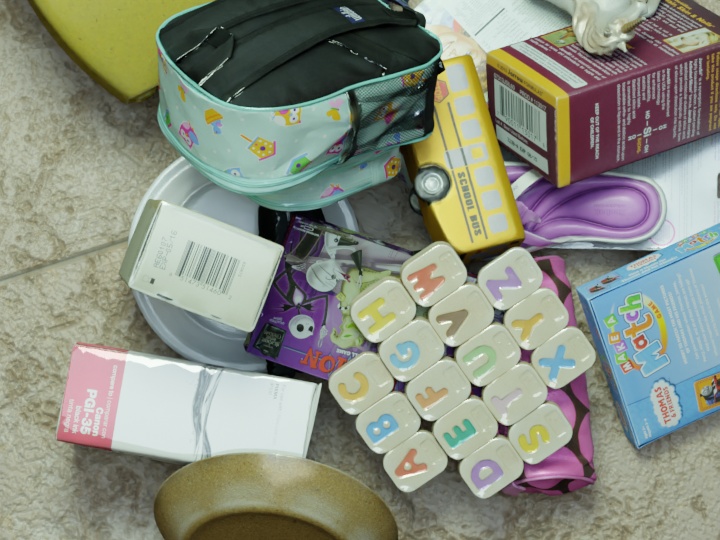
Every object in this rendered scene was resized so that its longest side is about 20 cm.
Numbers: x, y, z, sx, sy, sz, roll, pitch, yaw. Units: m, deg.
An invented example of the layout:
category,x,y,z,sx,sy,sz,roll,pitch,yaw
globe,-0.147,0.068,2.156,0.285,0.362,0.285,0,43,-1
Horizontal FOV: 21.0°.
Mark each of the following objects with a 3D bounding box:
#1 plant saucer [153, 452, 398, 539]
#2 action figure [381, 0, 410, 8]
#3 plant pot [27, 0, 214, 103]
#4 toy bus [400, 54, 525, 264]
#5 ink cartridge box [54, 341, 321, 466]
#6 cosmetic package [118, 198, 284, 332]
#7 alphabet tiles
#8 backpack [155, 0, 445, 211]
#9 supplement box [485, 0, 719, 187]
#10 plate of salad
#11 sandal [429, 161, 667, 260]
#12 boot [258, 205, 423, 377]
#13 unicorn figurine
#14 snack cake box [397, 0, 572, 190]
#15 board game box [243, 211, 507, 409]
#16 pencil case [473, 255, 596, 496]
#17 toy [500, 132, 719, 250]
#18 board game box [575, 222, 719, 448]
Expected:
category,x,y,z,sx,sy,sz,roll,pitch,yaw
plant saucer,-0.070,0.218,1.553,0.199,0.200,0.036,9,50,-1
action figure,0.028,-0.255,1.651,0.193,0.200,0.105,-45,128,0
plant pot,-0.186,-0.252,1.615,0.195,0.194,0.200,-28,96,-6
toy bus,0.069,-0.107,1.593,0.078,0.065,0.201,-15,81,-6
ink cartridge box,-0.137,0.118,1.583,0.199,0.147,0.083,10,83,-1
cosmetic package,-0.129,-0.006,1.523,0.103,0.200,0.073,21,90,-10
alphabet tiles,0.082,0.081,1.559,0.195,0.015,0.200,-34,102,2
backpack,-0.059,-0.138,1.506,0.200,0.154,0.176,-17,46,-34
supplement box,0.217,-0.153,1.617,0.199,0.110,0.086,-19,125,-22
plate of salad,-0.099,-0.013,1.652,0.199,0.048,0.201,0,93,-9
sandal,0.155,-0.055,1.628,0.202,0.050,0.083,-6,90,8
boot,0.000,-0.001,1.610,0.162,0.073,0.199,-3,95,-13
unicorn figurine,0.193,-0.237,1.608,0.200,0.074,0.137,24,50,35
snack cake box,0.082,-0.177,1.672,0.200,0.067,0.115,-43,87,-7
board game box,0.019,0.040,1.569,0.199,0.032,0.120,18,102,-12
pencil case,0.140,0.091,1.631,0.093,0.091,0.201,-5,81,-34
toy,0.218,-0.072,1.674,0.199,0.047,0.116,2,82,3
board game box,0.296,0.043,1.636,0.200,0.037,0.152,-24,114,-6
